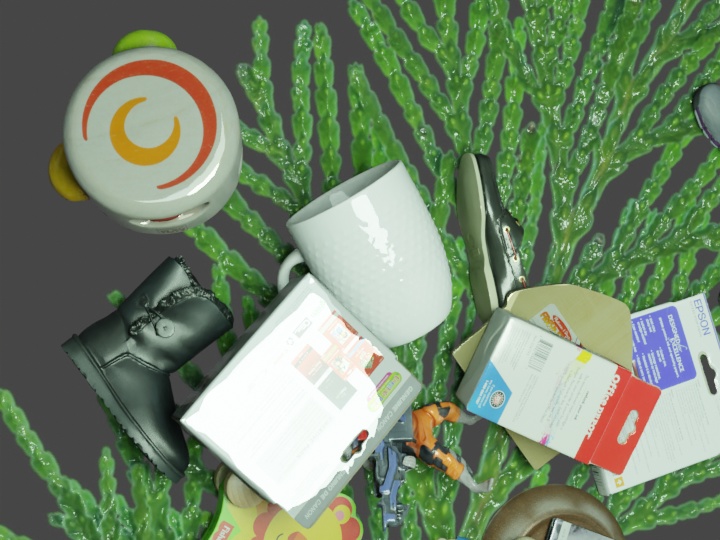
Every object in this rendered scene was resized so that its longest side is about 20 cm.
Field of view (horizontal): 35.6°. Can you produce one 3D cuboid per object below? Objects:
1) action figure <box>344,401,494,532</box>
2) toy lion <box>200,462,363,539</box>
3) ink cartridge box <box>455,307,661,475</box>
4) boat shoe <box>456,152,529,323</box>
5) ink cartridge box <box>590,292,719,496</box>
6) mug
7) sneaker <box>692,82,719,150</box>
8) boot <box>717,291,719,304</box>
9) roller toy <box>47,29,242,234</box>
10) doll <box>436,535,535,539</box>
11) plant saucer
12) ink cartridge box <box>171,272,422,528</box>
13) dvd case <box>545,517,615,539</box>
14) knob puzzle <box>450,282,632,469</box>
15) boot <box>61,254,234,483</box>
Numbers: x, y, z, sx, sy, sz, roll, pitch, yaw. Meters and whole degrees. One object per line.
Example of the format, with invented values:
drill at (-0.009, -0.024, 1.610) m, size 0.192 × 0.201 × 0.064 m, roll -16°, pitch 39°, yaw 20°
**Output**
action figure at (0.050, 0.211, 1.259) m, size 0.192 × 0.105 × 0.201 m, roll 12°, pitch 57°, yaw -8°
toy lion at (-0.100, 0.312, 1.233) m, size 0.191 × 0.069 × 0.201 m, roll 36°, pitch 77°, yaw -16°
ink cartridge box at (0.223, 0.137, 1.267) m, size 0.199 × 0.067 × 0.117 m, roll 25°, pitch 94°, yaw -10°
boat shoe at (0.157, -0.041, 1.325) m, size 0.063 × 0.074 × 0.203 m, roll -12°, pitch 93°, yaw -14°
ink cartridge box at (0.356, 0.149, 1.371) m, size 0.199 × 0.043 × 0.200 m, roll -16°, pitch 88°, yaw -13°
mug at (0.000, 0.000, 1.255) m, size 0.199 × 0.148 × 0.176 m, roll -27°, pitch 101°, yaw 14°
sneaker at (0.509, -0.164, 1.421) m, size 0.074 × 0.087 × 0.200 m, roll -43°, pitch 96°, yaw -15°
boot at (0.542, 0.001, 1.432) m, size 0.199 × 0.068 × 0.132 m, roll 13°, pitch 76°, yaw -21°
roller toy at (-0.219, -0.132, 1.201) m, size 0.182 × 0.140 × 0.201 m, roll 34°, pitch 81°, yaw 2°
doll at (0.118, 0.361, 1.265) m, size 0.199 × 0.048 × 0.137 m, roll -30°, pitch 93°, yaw -3°
plant saucer at (0.236, 0.355, 1.325) m, size 0.199 × 0.037 × 0.202 m, roll 2°, pitch 83°, yaw -15°
ink cartridge box at (-0.064, 0.136, 1.171) m, size 0.176 × 0.084 × 0.200 m, roll 44°, pitch 76°, yaw -9°
dvd case at (0.290, 0.392, 1.308) m, size 0.199 × 0.016 × 0.150 m, roll 22°, pitch 80°, yaw -12°
knob puzzle at (0.231, 0.102, 1.314) m, size 0.218 × 0.030 × 0.221 m, roll -1°, pitch 96°, yaw -7°
boot at (-0.200, 0.104, 1.214) m, size 0.168 × 0.076 × 0.201 m, roll -37°, pitch 88°, yaw -11°
